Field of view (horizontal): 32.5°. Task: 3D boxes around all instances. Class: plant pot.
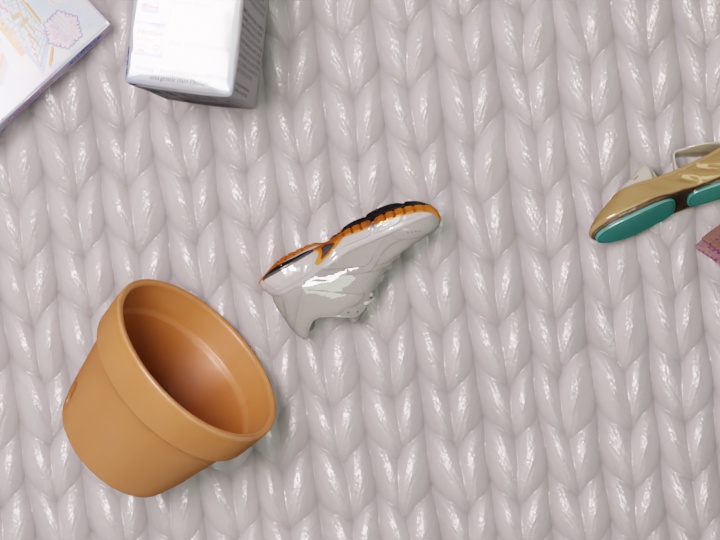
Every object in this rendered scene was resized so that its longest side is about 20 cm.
[{"bbox_3d":[-0.202,0.130,1.229,0.200,0.200,0.140,45,109,-3],"label":"plant pot"}]

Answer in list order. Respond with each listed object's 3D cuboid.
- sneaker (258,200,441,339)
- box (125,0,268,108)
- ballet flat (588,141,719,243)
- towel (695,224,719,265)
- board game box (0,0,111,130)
[{"bbox_3d":[0.000,0.000,1.277,0.198,0.076,0.093,-26,101,9],"label":"sneaker"},{"bbox_3d":[-0.150,-0.267,1.194,0.104,0.184,0.203,7,94,1],"label":"box"},{"bbox_3d":[0.321,-0.087,1.277,0.198,0.069,0.064,-20,66,-1],"label":"ballet flat"},{"bbox_3d":[0.434,-0.027,1.215,0.143,0.200,0.023,-35,120,0],"label":"towel"},{"bbox_3d":[-0.391,-0.255,1.244,0.199,0.041,0.200,-43,98,-6],"label":"board game box"}]
